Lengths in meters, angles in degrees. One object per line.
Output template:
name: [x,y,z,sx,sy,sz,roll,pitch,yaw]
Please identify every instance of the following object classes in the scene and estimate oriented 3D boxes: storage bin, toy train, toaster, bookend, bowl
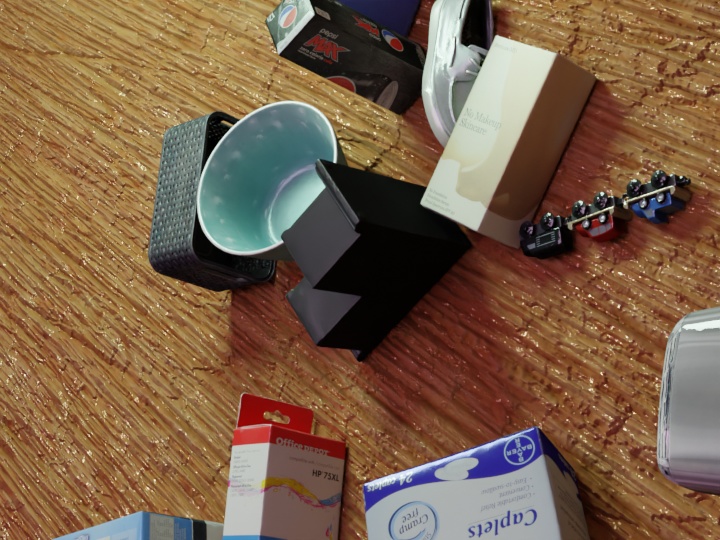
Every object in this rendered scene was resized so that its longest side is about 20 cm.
storage bin: [-0.181,-0.085,1.718,0.094,0.135,0.201,-13,66,44]
toy train: [0.238,-0.051,1.330,0.200,0.034,0.046,-22,64,41]
toaster: [0.326,0.116,1.115,0.129,0.113,0.201,-6,73,50]
bookend: [-0.020,-0.004,1.458,0.200,0.198,0.092,-48,58,24]
bowl: [-0.086,-0.092,1.625,0.200,0.105,0.201,-15,60,28]

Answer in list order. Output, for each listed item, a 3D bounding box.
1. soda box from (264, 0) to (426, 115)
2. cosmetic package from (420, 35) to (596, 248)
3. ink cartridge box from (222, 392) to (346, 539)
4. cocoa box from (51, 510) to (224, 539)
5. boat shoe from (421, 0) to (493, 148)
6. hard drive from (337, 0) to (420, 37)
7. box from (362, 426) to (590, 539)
soda box: [-0.010,-0.253,1.550,0.071,0.200,0.063,-44,47,26]
cosmetic package: [0.155,-0.136,1.425,0.105,0.071,0.200,28,96,49]
ink cartridge box: [-0.083,0.241,1.502,0.067,0.116,0.201,-12,67,45]
cocoa box: [-0.275,0.381,1.643,0.200,0.131,0.134,-24,59,40]
boat shoe: [0.117,-0.230,1.504,0.071,0.070,0.201,-22,58,44]
hard drive: [0.026,-0.359,1.605,0.025,0.132,0.200,21,91,50]
box: [0.113,0.272,1.227,0.184,0.105,0.200,-21,51,16]
